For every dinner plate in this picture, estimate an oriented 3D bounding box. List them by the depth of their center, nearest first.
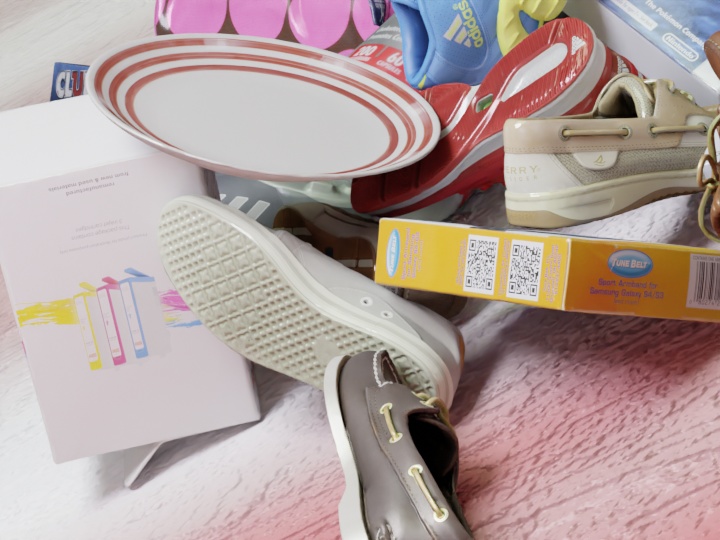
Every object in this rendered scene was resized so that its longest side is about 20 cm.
[{"bbox_3d":[-0.054,-0.086,1.661,0.199,0.024,0.200,7,24,-3],"label":"dinner plate"}]

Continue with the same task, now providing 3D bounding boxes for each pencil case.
[{"bbox_3d":[-0.042,-0.163,1.945,0.199,0.091,0.094,5,80,37],"label":"pencil case"}]

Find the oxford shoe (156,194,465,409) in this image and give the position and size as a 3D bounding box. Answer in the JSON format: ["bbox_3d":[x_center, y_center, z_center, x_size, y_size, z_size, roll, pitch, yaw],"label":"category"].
[{"bbox_3d":[-0.026,0.019,1.623,0.199,0.076,0.058,30,36,20],"label":"oxford shoe"}]

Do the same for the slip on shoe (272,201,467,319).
[{"bbox_3d":[0.000,0.000,1.744,0.060,0.077,0.200,4,1,-22],"label":"slip on shoe"}]

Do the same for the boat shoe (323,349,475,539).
[{"bbox_3d":[0.022,0.097,1.488,0.059,0.072,0.200,-27,27,10],"label":"boat shoe"}]

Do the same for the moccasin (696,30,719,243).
[{"bbox_3d":[0.198,-0.033,1.452,0.077,0.074,0.202,-23,59,13],"label":"moccasin"}]

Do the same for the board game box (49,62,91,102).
[{"bbox_3d":[-0.083,-0.105,1.940,0.199,0.035,0.135,4,4,-31],"label":"board game box"}]

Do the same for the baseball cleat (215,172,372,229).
[{"bbox_3d":[-0.082,-0.031,1.908,0.199,0.107,0.070,13,17,25],"label":"baseball cleat"}]

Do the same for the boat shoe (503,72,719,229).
[{"bbox_3d":[0.156,-0.074,1.605,0.199,0.065,0.072,-16,12,-35],"label":"boat shoe"}]

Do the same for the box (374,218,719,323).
[{"bbox_3d":[0.097,-0.002,1.553,0.118,0.042,0.200,4,4,-32],"label":"box"}]

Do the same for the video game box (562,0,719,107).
[{"bbox_3d":[0.213,-0.194,1.763,0.182,0.047,0.200,-37,54,-17],"label":"video game box"}]

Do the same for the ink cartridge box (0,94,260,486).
[{"bbox_3d":[-0.135,0.009,1.737,0.124,0.201,0.129,-12,23,1],"label":"ink cartridge box"}]

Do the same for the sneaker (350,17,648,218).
[{"bbox_3d":[0.093,-0.060,1.702,0.199,0.115,0.079,-25,44,43],"label":"sneaker"}]

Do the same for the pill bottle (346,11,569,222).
[{"bbox_3d":[0.074,-0.131,1.842,0.200,0.114,0.114,-45,25,-28],"label":"pill bottle"}]

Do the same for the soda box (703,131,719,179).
[{"bbox_3d":[0.247,-0.092,1.599,0.068,0.064,0.200,-15,28,33],"label":"soda box"}]

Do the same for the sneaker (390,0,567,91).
[{"bbox_3d":[0.071,-0.187,1.712,0.104,0.201,0.076,1,12,-29],"label":"sneaker"}]
